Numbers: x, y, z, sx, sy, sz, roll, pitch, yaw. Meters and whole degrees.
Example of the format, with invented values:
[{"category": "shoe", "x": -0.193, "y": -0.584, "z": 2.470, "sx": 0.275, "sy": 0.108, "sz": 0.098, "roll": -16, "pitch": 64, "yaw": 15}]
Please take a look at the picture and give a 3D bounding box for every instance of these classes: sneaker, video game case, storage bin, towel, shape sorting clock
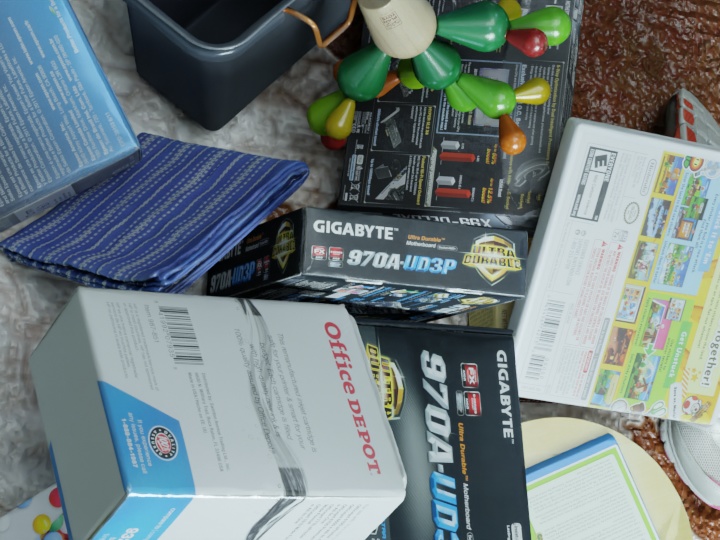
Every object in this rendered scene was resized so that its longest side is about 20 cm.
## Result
[{"category": "sneaker", "x": 0.277, "y": 0.078, "z": 1.724, "sx": 0.081, "sy": 0.088, "sz": 0.202, "roll": 4, "pitch": 76, "yaw": -21}, {"category": "video game case", "x": 0.201, "y": 0.004, "z": 1.634, "sx": 0.181, "sy": 0.023, "sz": 0.202, "roll": 9, "pitch": 104, "yaw": -23}, {"category": "storage bin", "x": -0.070, "y": -0.194, "z": 1.610, "sx": 0.145, "sy": 0.135, "sz": 0.200, "roll": 38, "pitch": 64, "yaw": 17}, {"category": "sneaker", "x": 0.234, "y": -0.054, "z": 1.748, "sx": 0.077, "sy": 0.082, "sz": 0.201, "roll": 41, "pitch": 38, "yaw": -32}, {"category": "towel", "x": -0.139, "y": -0.041, "z": 1.527, "sx": 0.145, "sy": 0.199, "sz": 0.024, "roll": -42, "pitch": 122, "yaw": -26}, {"category": "shape sorting clock", "x": 0.142, "y": 0.205, "z": 1.631, "sx": 0.198, "sy": 0.039, "sz": 0.202, "roll": 3, "pitch": 75, "yaw": -12}]

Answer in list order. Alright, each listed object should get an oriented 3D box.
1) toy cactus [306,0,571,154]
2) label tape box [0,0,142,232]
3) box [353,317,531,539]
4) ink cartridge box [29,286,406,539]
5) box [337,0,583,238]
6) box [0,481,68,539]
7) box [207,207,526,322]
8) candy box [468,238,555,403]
[{"category": "toy cactus", "x": 0.040, "y": -0.141, "z": 1.568, "sx": 0.165, "sy": 0.198, "sz": 0.103, "roll": 45, "pitch": 39, "yaw": -56}, {"category": "label tape box", "x": -0.265, "y": -0.097, "z": 1.549, "sx": 0.199, "sy": 0.066, "sz": 0.144, "roll": -27, "pitch": 88, "yaw": -4}, {"category": "box", "x": 0.038, "y": 0.137, "z": 1.552, "sx": 0.158, "sy": 0.046, "sz": 0.202, "roll": 6, "pitch": 74, "yaw": -34}, {"category": "ink cartridge box", "x": -0.088, "y": 0.097, "z": 1.426, "sx": 0.199, "sy": 0.084, "sz": 0.146, "roll": 5, "pitch": 53, "yaw": -34}, {"category": "box", "x": 0.075, "y": -0.128, "z": 1.672, "sx": 0.156, "sy": 0.050, "sz": 0.202, "roll": 3, "pitch": 72, "yaw": 13}, {"category": "box", "x": -0.178, "y": 0.217, "z": 1.452, "sx": 0.199, "sy": 0.041, "sz": 0.157, "roll": -32, "pitch": 70, "yaw": 3}, {"category": "box", "x": 0.000, "y": 0.000, "z": 1.558, "sx": 0.158, "sy": 0.200, "sz": 0.046, "roll": 6, "pitch": 81, "yaw": -20}, {"category": "candy box", "x": 0.140, "y": -0.004, "z": 1.705, "sx": 0.115, "sy": 0.055, "sz": 0.202, "roll": 5, "pitch": 74, "yaw": -20}]
